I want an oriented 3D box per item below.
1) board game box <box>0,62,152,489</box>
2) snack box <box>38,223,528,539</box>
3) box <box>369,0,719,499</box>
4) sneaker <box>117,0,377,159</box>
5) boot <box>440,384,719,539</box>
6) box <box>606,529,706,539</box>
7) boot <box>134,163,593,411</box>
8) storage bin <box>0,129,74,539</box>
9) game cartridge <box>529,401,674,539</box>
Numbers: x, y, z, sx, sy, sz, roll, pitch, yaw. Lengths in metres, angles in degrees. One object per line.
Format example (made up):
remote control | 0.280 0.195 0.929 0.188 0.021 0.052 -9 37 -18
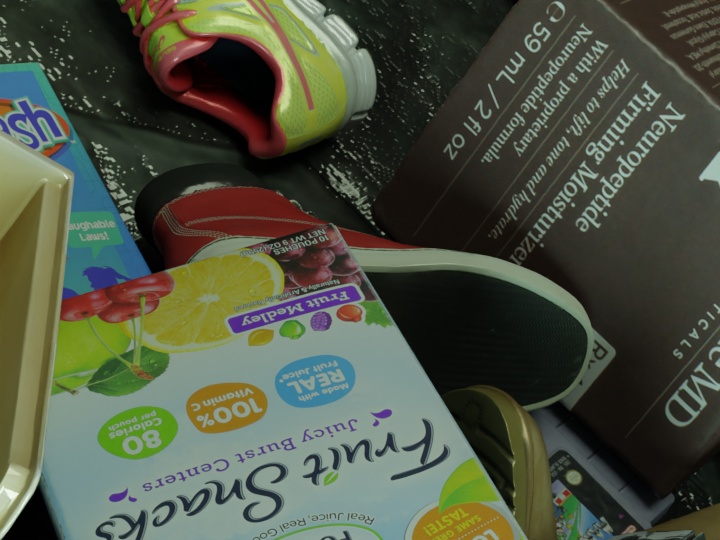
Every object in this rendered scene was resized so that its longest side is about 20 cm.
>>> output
board game box | -0.169 0.001 0.856 0.151 0.045 0.201 -9 55 -38
snack box | -0.039 0.074 0.722 0.141 0.053 0.200 -17 41 -13
box | 0.149 -0.035 0.983 0.200 0.166 0.164 44 29 14
sneaker | -0.086 -0.132 1.016 0.200 0.078 0.090 39 43 6
boot | 0.100 0.119 0.830 0.199 0.176 0.066 -8 21 -41
box | 0.093 0.217 0.724 0.157 0.050 0.201 -29 101 -38
boot | 0.000 0.000 0.927 0.199 0.073 0.144 12 18 -21
storage bin | -0.207 0.001 0.667 0.199 0.094 0.199 32 25 -22
game cartridge | 0.047 0.107 0.903 0.130 0.039 0.200 42 41 16
